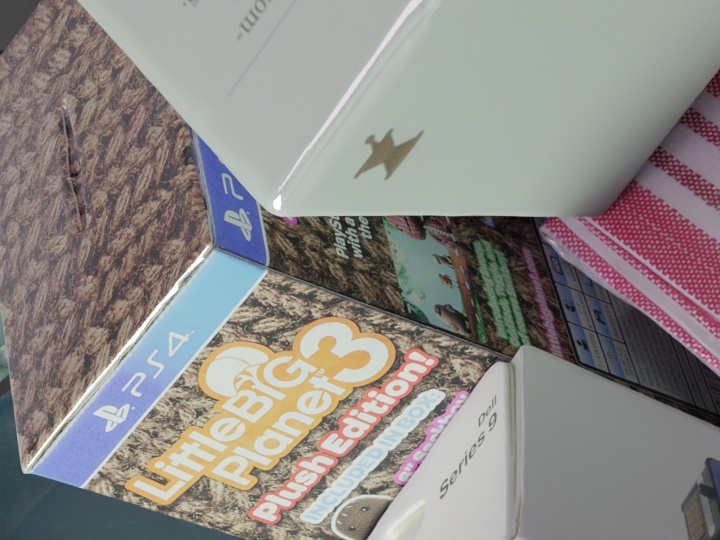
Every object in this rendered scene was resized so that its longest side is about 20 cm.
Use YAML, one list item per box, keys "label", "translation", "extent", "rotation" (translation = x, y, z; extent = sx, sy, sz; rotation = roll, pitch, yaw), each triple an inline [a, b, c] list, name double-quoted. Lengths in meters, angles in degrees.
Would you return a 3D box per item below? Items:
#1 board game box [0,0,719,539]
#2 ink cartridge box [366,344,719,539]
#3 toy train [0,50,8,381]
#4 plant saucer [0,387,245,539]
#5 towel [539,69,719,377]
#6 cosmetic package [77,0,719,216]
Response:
- label: "board game box"
  translation: [0.000, 0.000, 0.840]
  extent: [0.097, 0.200, 0.160]
  rotation: [-49, 36, 30]
- label: "ink cartridge box"
  translation: [0.094, 0.128, 0.784]
  extent: [0.200, 0.088, 0.145]
  rotation: [25, 123, -13]
- label: "toy train"
  translation: [-0.170, 0.009, 1.047]
  extent: [0.200, 0.085, 0.114]
  rotation: [-41, 68, 29]
- label: "plant saucer"
  translation: [-0.060, 0.076, 0.950]
  extent: [0.200, 0.200, 0.036]
  rotation: [-1, 124, 32]
- label: "towel"
  translation: [0.168, -0.036, 0.802]
  extent: [0.200, 0.030, 0.146]
  rotation: [-43, 64, -14]
- label: "cosmetic package"
  translation: [0.008, -0.138, 0.733]
  extent: [0.200, 0.166, 0.167]
  rotation: [48, 115, 23]
